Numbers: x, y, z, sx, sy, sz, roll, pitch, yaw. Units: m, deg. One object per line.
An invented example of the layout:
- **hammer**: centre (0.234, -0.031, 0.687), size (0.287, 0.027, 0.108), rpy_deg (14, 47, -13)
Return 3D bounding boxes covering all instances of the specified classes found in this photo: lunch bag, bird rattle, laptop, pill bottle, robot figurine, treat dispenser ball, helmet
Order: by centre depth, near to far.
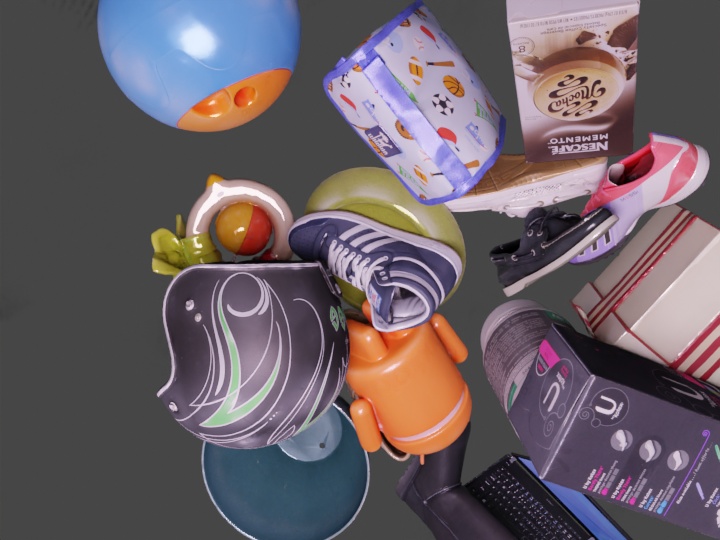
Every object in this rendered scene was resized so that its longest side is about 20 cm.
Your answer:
- **lunch bag**: centre (0.056, -0.164, 0.837), size (0.124, 0.200, 0.170), rpy_deg (-37, 103, 19)
- **treat dispenser ball**: centre (-0.158, -0.240, 0.838), size (0.199, 0.201, 0.203), rpy_deg (3, 111, 7)
- **helmet**: centre (-0.110, 0.086, 0.867), size (0.198, 0.200, 0.193), rpy_deg (-1, 92, 9)
- **pill bottle**: centre (0.196, 0.108, 0.913), size (0.112, 0.200, 0.114), rpy_deg (-1, 108, -4)
- **robot figurine**: centre (0.052, 0.126, 0.950), size (0.116, 0.144, 0.201), rpy_deg (-19, 117, 26)
- **bird rattle**: centre (-0.138, -0.022, 0.977), size (0.198, 0.113, 0.164), rpy_deg (21, 101, -3)
- **laptop**: centre (0.225, 0.328, 1.055), size (0.200, 0.103, 0.177), rpy_deg (-41, 100, 20)

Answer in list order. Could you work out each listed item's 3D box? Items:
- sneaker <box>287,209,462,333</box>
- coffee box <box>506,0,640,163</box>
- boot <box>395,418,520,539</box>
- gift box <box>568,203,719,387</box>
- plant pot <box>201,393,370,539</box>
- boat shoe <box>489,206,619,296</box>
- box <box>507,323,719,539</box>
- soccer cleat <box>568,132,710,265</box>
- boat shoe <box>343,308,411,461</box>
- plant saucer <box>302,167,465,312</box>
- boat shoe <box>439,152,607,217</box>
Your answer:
- **sneaker**: centre (0.000, 0.000, 0.889), size (0.198, 0.109, 0.071), rpy_deg (14, 127, 15)
- **coffee box**: centre (0.205, -0.198, 0.808), size (0.112, 0.080, 0.200), rpy_deg (-4, 149, 15)
- **boot**: centre (0.143, 0.289, 1.013), size (0.200, 0.065, 0.166), rpy_deg (48, 130, 35)
- **gift box**: centre (0.332, 0.047, 0.896), size (0.199, 0.185, 0.187), rpy_deg (38, 103, -4)
- **plant pot**: centre (-0.079, 0.216, 1.030), size (0.198, 0.135, 0.202), rpy_deg (1, 100, 8)
- **boat shoe**: centre (0.197, -0.034, 0.898), size (0.074, 0.199, 0.066), rpy_deg (-31, 84, -21)
- **box**: centre (0.253, 0.144, 0.760), size (0.199, 0.122, 0.107), rpy_deg (20, 105, -11)
- **soccer cleat**: centre (0.267, -0.074, 0.881), size (0.073, 0.069, 0.200), rpy_deg (21, 143, -20)
- **boat shoe**: centre (0.020, 0.140, 1.032), size (0.071, 0.065, 0.201), rpy_deg (-25, 106, 16)
- **plant saucer**: centre (0.020, -0.021, 0.956), size (0.198, 0.031, 0.201), rpy_deg (12, 126, 16)
- **boat shoe**: centre (0.172, -0.088, 0.921), size (0.198, 0.071, 0.070), rpy_deg (-9, 134, 16)
